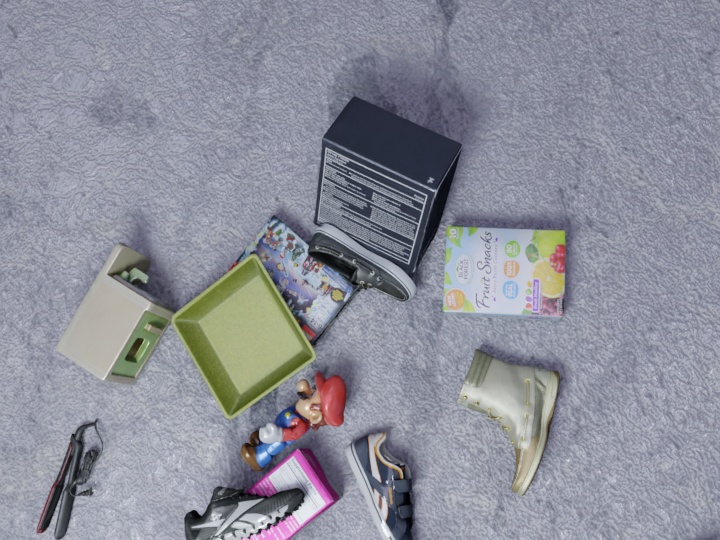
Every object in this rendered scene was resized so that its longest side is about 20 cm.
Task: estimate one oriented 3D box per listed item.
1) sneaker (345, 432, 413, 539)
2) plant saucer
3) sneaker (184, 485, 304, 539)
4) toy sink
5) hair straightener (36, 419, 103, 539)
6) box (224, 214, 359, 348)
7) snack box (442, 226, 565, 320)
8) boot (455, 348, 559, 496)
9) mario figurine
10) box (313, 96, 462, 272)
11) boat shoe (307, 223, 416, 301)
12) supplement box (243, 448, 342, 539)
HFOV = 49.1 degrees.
[{"bbox_3d":[0.050,0.355,1.248,0.078,0.078,0.203,-28,76,6],"label":"sneaker"},{"bbox_3d":[-0.189,0.109,1.313,0.198,0.048,0.202,-35,82,16],"label":"plant saucer"},{"bbox_3d":[-0.181,0.358,1.178,0.197,0.066,0.092,-27,77,3],"label":"sneaker"},{"bbox_3d":[-0.391,0.078,1.326,0.110,0.130,0.203,28,83,11],"label":"toy sink"},{"bbox_3d":[-0.476,0.355,1.335,0.075,0.041,0.204,16,77,9],"label":"hair straightener"},{"bbox_3d":[-0.117,0.022,1.350,0.199,0.040,0.138,40,87,12],"label":"box"},{"bbox_3d":[0.237,0.005,1.305,0.195,0.053,0.146,3,79,7],"label":"snack box"},{"bbox_3d":[0.223,0.239,1.254,0.151,0.072,0.204,15,76,9],"label":"boot"},{"bbox_3d":[-0.110,0.226,1.269,0.199,0.106,0.124,-38,38,11],"label":"mario figurine"},{"bbox_3d":[0.040,-0.137,1.268,0.197,0.200,0.124,26,55,10],"label":"box"},{"bbox_3d":[0.000,0.000,1.309,0.198,0.069,0.057,33,63,-2],"label":"boat shoe"},{"bbox_3d":[-0.137,0.385,1.252,0.199,0.101,0.104,-38,76,-2],"label":"supplement box"}]
